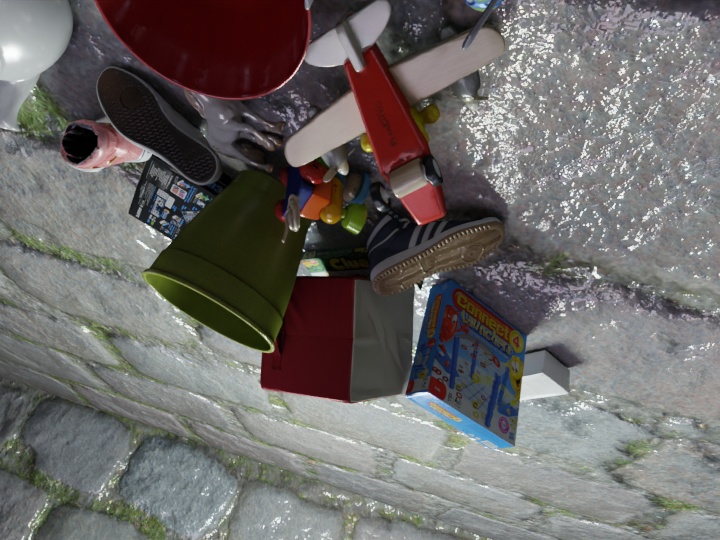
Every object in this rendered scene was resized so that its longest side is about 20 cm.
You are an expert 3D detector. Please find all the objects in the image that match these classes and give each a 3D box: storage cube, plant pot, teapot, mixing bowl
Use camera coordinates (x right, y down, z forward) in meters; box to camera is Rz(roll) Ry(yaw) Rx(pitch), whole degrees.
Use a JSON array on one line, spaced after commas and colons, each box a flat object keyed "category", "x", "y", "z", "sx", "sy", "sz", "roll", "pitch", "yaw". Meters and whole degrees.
[{"category": "storage cube", "x": -0.032, "y": 0.103, "z": 0.837, "sx": 0.176, "sy": 0.177, "sz": 0.198, "roll": -1, "pitch": 174, "yaw": 36}, {"category": "plant pot", "x": -0.163, "y": -0.024, "z": 0.748, "sx": 0.196, "sy": 0.197, "sz": 0.202, "roll": 22, "pitch": 158, "yaw": 9}, {"category": "teapot", "x": -0.444, "y": -0.297, "z": 0.608, "sx": 0.198, "sy": 0.149, "sz": 0.195, "roll": 37, "pitch": 144, "yaw": -24}, {"category": "mixing bowl", "x": -0.133, "y": -0.273, "z": 0.490, "sx": 0.193, "sy": 0.111, "sz": 0.202, "roll": 5, "pitch": 150, "yaw": 3}]

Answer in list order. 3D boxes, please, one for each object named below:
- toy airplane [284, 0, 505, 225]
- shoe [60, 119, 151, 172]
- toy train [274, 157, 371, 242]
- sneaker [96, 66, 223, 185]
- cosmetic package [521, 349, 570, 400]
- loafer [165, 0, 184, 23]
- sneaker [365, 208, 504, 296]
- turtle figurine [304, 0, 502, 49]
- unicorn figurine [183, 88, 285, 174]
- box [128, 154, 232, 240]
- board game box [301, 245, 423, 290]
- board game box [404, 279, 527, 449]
[{"category": "toy airplane", "x": 0.028, "y": -0.173, "z": 0.564, "sx": 0.195, "sy": 0.141, "sz": 0.204, "roll": 23, "pitch": 111, "yaw": 11}, {"category": "shoe", "x": -0.398, "y": -0.182, "z": 0.777, "sx": 0.195, "sy": 0.074, "sz": 0.090, "roll": 3, "pitch": -170, "yaw": 30}, {"category": "toy train", "x": -0.041, "y": -0.077, "z": 0.665, "sx": 0.113, "sy": 0.203, "sz": 0.085, "roll": 24, "pitch": 129, "yaw": -23}, {"category": "sneaker", "x": -0.273, "y": -0.191, "z": 0.745, "sx": 0.200, "sy": 0.073, "sz": 0.085, "roll": 44, "pitch": -176, "yaw": -7}, {"category": "cosmetic package", "x": 0.294, "y": 0.209, "z": 1.036, "sx": 0.082, "sy": 0.052, "sz": 0.198, "roll": 34, "pitch": 145, "yaw": -24}, {"category": "loafer", "x": -0.244, "y": -0.327, "z": 0.530, "sx": 0.199, "sy": 0.064, "sz": 0.071, "roll": 38, "pitch": 144, "yaw": -26}, {"category": "sneaker", "x": 0.096, "y": -0.050, "z": 0.761, "sx": 0.195, "sy": 0.110, "sz": 0.071, "roll": -23, "pitch": 135, "yaw": 6}, {"category": "turtle figurine", "x": 0.073, "y": -0.263, "z": 0.348, "sx": 0.195, "sy": 0.145, "sz": 0.198, "roll": -17, "pitch": 132, "yaw": -21}, {"category": "unicorn figurine", "x": -0.161, "y": -0.191, "z": 0.674, "sx": 0.134, "sy": 0.075, "sz": 0.201, "roll": 23, "pitch": 147, "yaw": -7}, {"category": "box", "x": -0.273, "y": -0.100, "z": 0.896, "sx": 0.196, "sy": 0.051, "sz": 0.199, "roll": 31, "pitch": 145, "yaw": -18}, {"category": "board game box", "x": 0.000, "y": 0.000, "z": 0.919, "sx": 0.195, "sy": 0.024, "sz": 0.106, "roll": -4, "pitch": 138, "yaw": 33}, {"category": "board game box", "x": 0.180, "y": 0.154, "z": 0.880, "sx": 0.198, "sy": 0.200, "sz": 0.055, "roll": 34, "pitch": 145, "yaw": -23}]
